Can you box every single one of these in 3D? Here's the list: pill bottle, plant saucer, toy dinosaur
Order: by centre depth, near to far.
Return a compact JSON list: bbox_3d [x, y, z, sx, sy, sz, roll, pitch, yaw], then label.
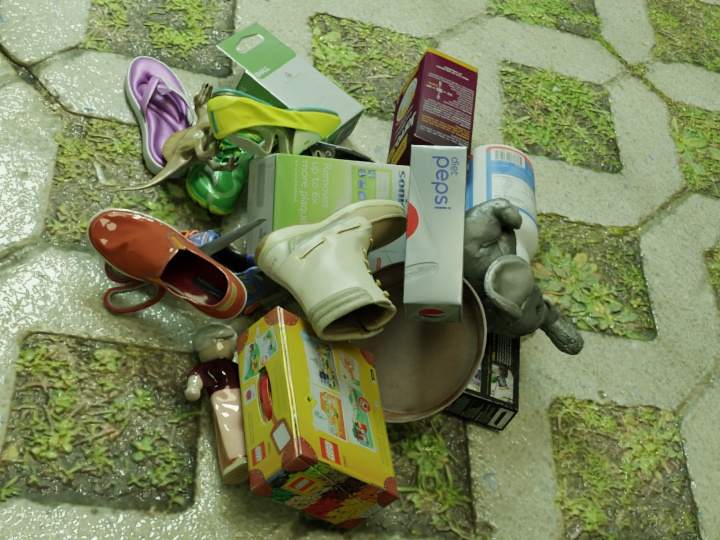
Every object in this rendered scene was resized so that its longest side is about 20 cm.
[{"bbox_3d":[0.056,0.086,1.544,0.034,0.200,0.200,46,18,-58],"label":"plant saucer"},{"bbox_3d":[-0.205,-0.145,1.608,0.101,0.058,0.200,8,51,28],"label":"toy dinosaur"},{"bbox_3d":[0.183,-0.066,1.773,0.112,0.112,0.200,19,46,-15],"label":"pill bottle"}]

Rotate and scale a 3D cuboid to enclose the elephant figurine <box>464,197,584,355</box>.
[{"bbox_3d":[0.168,0.023,1.599,0.155,0.142,0.200,-20,75,4],"label":"elephant figurine"}]

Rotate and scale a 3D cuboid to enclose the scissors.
[{"bbox_3d":[-0.196,-0.005,1.491,0.200,0.014,0.073,-14,76,-3],"label":"scissors"}]

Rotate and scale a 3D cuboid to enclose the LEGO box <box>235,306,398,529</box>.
[{"bbox_3d":[-0.049,0.159,1.422,0.149,0.077,0.200,29,35,-36],"label":"LEGO box"}]

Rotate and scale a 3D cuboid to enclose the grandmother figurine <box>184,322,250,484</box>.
[{"bbox_3d":[-0.146,0.140,1.444,0.121,0.061,0.200,29,32,-46],"label":"grandmother figurine"}]

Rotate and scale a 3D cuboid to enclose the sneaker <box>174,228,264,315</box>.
[{"bbox_3d":[-0.199,-0.023,1.536,0.200,0.078,0.075,22,44,-12],"label":"sneaker"}]

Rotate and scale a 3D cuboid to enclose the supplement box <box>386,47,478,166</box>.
[{"bbox_3d":[0.100,-0.202,1.843,0.086,0.110,0.200,21,45,-12],"label":"supplement box"}]

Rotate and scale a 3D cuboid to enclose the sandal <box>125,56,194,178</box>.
[{"bbox_3d":[-0.248,-0.206,1.686,0.082,0.050,0.203,2,54,-29],"label":"sandal"}]

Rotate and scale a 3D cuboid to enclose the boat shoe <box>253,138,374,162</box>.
[{"bbox_3d":[-0.050,-0.133,1.692,0.066,0.070,0.200,13,3,39],"label":"boat shoe"}]

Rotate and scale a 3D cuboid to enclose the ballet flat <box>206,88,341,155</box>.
[{"bbox_3d":[-0.104,-0.170,1.599,0.200,0.067,0.067,6,75,-44],"label":"ballet flat"}]

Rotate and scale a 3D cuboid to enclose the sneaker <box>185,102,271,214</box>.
[{"bbox_3d":[-0.162,-0.149,1.664,0.074,0.084,0.200,28,44,-6],"label":"sneaker"}]

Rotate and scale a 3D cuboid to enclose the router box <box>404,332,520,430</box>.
[{"bbox_3d":[0.125,0.088,1.646,0.149,0.051,0.200,20,45,-12],"label":"router box"}]

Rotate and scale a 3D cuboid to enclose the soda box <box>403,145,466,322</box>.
[{"bbox_3d":[0.087,-0.043,1.519,0.068,0.063,0.200,2,69,5],"label":"soda box"}]

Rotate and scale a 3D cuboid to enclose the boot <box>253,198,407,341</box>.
[{"bbox_3d":[0.000,0.000,1.491,0.200,0.072,0.155,-18,49,-30],"label":"boot"}]

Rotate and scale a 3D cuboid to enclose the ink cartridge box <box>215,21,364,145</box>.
[{"bbox_3d":[-0.105,-0.243,1.797,0.200,0.059,0.104,40,43,6],"label":"ink cartridge box"}]

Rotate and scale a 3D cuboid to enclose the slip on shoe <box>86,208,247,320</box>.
[{"bbox_3d":[-0.216,-0.011,1.454,0.200,0.061,0.074,31,82,9],"label":"slip on shoe"}]

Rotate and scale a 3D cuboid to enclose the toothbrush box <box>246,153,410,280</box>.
[{"bbox_3d":[-0.033,-0.061,1.615,0.200,0.086,0.146,4,87,-29],"label":"toothbrush box"}]
